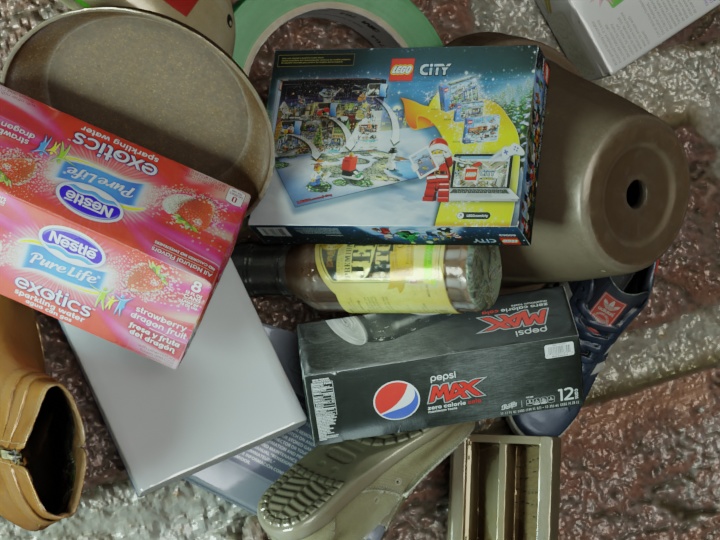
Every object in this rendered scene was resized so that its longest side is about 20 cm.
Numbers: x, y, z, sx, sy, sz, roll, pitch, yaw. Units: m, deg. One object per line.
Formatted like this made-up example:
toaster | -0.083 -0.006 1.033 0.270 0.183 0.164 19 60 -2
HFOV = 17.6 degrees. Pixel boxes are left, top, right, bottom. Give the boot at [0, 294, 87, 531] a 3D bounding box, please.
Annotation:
boot | -0.237 0.079 1.593 0.076 0.155 0.202 -5 88 -20

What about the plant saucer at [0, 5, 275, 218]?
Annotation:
plant saucer | -0.150 -0.107 1.612 0.200 0.200 0.037 37 42 -14

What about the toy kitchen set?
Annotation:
toy kitchen set | 0.047 0.207 1.689 0.162 0.200 0.182 1 86 15

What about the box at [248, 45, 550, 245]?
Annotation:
box | 0.028 -0.087 1.636 0.199 0.038 0.137 1 69 20

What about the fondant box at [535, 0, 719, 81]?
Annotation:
fondant box | 0.226 -0.260 1.837 0.199 0.058 0.145 -34 98 -20

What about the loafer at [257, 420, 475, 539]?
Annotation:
loafer | 0.008 0.145 1.692 0.200 0.076 0.069 -35 131 -26

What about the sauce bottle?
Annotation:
sauce bottle | 0.000 0.000 1.676 0.065 0.199 0.065 -2 90 -65

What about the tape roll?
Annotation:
tape roll | -0.027 -0.123 1.740 0.199 0.048 0.202 1 86 -20

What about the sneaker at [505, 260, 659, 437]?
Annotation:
sneaker | 0.173 0.039 1.785 0.075 0.084 0.201 27 78 -17

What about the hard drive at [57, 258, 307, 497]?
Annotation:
hard drive | -0.140 0.045 1.667 0.131 0.025 0.201 -22 77 -17

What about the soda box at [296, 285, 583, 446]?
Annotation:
soda box | 0.057 0.067 1.672 0.199 0.071 0.064 -8 123 -2

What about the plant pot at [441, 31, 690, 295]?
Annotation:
plant pot | 0.142 -0.069 1.701 0.199 0.174 0.202 -8 103 -38

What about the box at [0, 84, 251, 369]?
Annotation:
box | -0.189 -0.030 1.600 0.199 0.096 0.100 24 43 -3

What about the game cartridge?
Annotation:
game cartridge | -0.055 0.117 1.723 0.199 0.041 0.134 29 81 -17

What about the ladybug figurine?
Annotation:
ladybug figurine | -0.168 -0.208 1.643 0.199 0.136 0.072 34 85 -9
